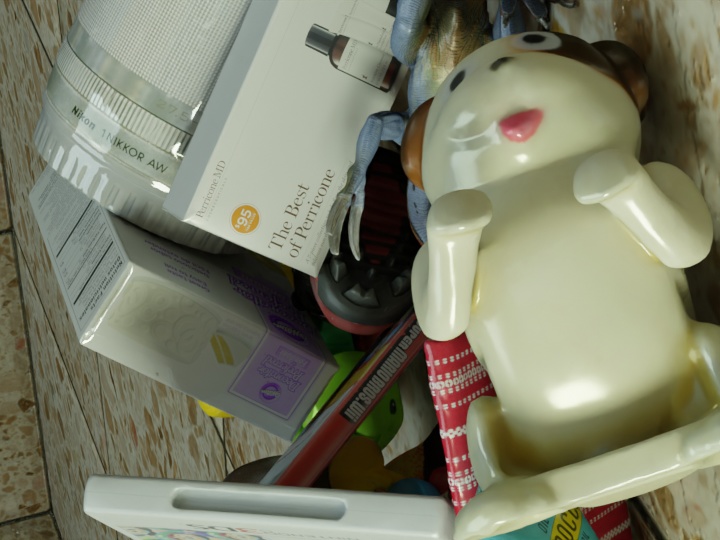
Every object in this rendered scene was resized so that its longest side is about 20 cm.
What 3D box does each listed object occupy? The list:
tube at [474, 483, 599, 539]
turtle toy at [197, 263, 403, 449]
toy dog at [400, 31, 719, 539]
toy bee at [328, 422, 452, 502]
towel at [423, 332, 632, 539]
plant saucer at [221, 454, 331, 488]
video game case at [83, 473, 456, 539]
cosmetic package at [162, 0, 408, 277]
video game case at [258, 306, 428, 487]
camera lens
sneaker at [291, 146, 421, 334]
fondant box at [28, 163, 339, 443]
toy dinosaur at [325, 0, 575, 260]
[{"bbox_3d":[0.100,0.153,0.900,0.200,0.050,0.078,57,-154,-27],"label":"tube"},{"bbox_3d":[-0.034,0.045,1.302,0.101,0.145,0.201,-57,45,40],"label":"turtle toy"},{"bbox_3d":[0.094,-0.005,0.837,0.194,0.139,0.201,7,-116,-68],"label":"toy dog"},{"bbox_3d":[0.057,0.119,1.102,0.131,0.199,0.109,40,-131,-51],"label":"toy bee"},{"bbox_3d":[0.083,0.112,0.933,0.022,0.144,0.201,-4,101,34],"label":"towel"},{"bbox_3d":[0.001,0.181,1.212,0.032,0.199,0.201,-52,43,26],"label":"plant saucer"},{"bbox_3d":[-0.015,0.141,0.994,0.200,0.181,0.024,47,-132,-62],"label":"video game case"},{"bbox_3d":[-0.023,-0.105,1.028,0.201,0.082,0.051,-67,20,3],"label":"cosmetic package"},{"bbox_3d":[0.001,0.065,1.094,0.017,0.200,0.143,40,161,-1],"label":"video game case"},{"bbox_3d":[-0.080,-0.131,1.133,0.201,0.159,0.160,-60,31,15],"label":"camera lens"},{"bbox_3d":[0.000,0.000,1.119,0.201,0.070,0.098,-87,15,-67],"label":"sneaker"},{"bbox_3d":[-0.107,0.005,1.162,0.058,0.144,0.200,-55,29,13],"label":"fondant box"},{"bbox_3d":[0.057,-0.087,0.993,0.182,0.104,0.201,99,-173,-59],"label":"toy dinosaur"}]
